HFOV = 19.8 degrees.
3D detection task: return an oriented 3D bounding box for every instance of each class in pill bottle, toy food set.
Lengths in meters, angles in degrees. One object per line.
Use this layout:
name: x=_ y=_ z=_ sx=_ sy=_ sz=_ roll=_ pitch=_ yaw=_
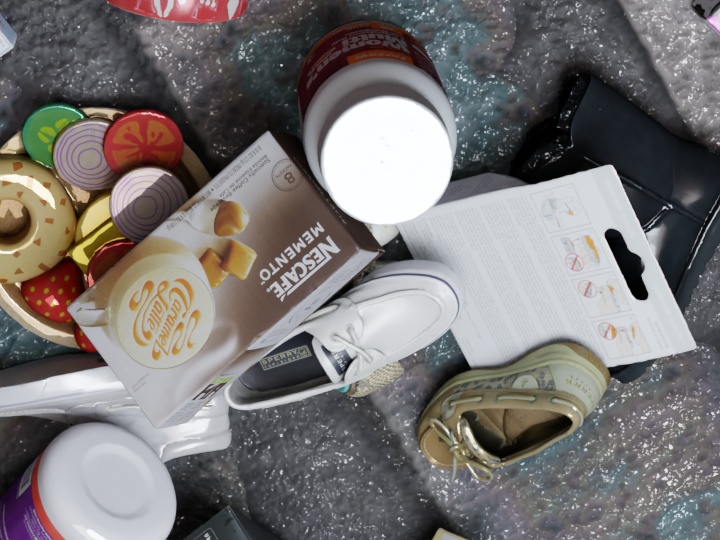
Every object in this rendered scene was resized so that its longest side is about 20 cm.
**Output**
pill bottle: x=0.011 y=-0.105 z=1.466 sx=0.109 sy=0.200 sz=0.110 roll=-1 pitch=109 yaw=-4
toy food set: x=-0.199 y=-0.032 z=1.557 sx=0.198 sy=0.049 sz=0.200 roll=-36 pitch=107 yaw=8
pill bottle: x=-0.232 y=0.208 z=1.576 sx=0.112 sy=0.113 sz=0.200 roll=33 pitch=132 yaw=-14

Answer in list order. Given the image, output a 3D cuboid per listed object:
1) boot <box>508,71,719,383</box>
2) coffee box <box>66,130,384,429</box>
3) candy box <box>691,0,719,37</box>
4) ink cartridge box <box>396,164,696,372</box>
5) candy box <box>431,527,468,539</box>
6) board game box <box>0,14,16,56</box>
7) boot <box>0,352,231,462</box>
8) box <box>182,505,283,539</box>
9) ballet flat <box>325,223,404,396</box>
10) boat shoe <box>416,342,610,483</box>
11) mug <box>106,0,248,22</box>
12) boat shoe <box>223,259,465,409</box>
boot: x=0.182 y=-0.034 z=1.567 sx=0.167 sy=0.076 sz=0.201 roll=25 pitch=102 yaw=-13
coffee box: x=-0.096 y=0.007 z=1.488 sx=0.200 sy=0.080 sz=0.115 roll=-40 pitch=80 yaw=11
candy box: x=0.365 y=-0.219 z=1.526 sx=0.136 sy=0.061 sz=0.200 roll=40 pitch=101 yaw=-15
ink cartridge box: x=0.142 y=-0.002 z=1.537 sx=0.199 sy=0.047 sz=0.161 roll=-13 pitch=113 yaw=38
candy box: x=0.063 y=0.320 z=1.632 sx=0.115 sy=0.055 sz=0.201 roll=39 pitch=77 yaw=-37
board game box: x=-0.389 y=-0.188 z=1.495 sx=0.199 sy=0.041 sz=0.200 roll=-34 pitch=108 yaw=7
boot: x=-0.198 y=0.114 z=1.592 sx=0.199 sy=0.074 sz=0.096 roll=-8 pitch=103 yaw=-2
box: x=-0.125 y=0.302 z=1.595 sx=0.200 sy=0.149 sz=0.125 roll=-37 pitch=63 yaw=2
ballet flat: x=0.000 y=0.000 z=1.581 sx=0.075 sy=0.068 sz=0.201 roll=-19 pitch=116 yaw=-20
boat shoe: x=0.105 y=0.115 z=1.573 sx=0.073 sy=0.063 sz=0.200 roll=40 pitch=139 yaw=-13
mug: x=-0.099 y=-0.281 z=1.439 sx=0.176 sy=0.134 sz=0.201 roll=8 pitch=111 yaw=-5
boat shoe: x=-0.015 y=0.053 z=1.528 sx=0.199 sy=0.066 sz=0.072 roll=-17 pitch=114 yaw=20
